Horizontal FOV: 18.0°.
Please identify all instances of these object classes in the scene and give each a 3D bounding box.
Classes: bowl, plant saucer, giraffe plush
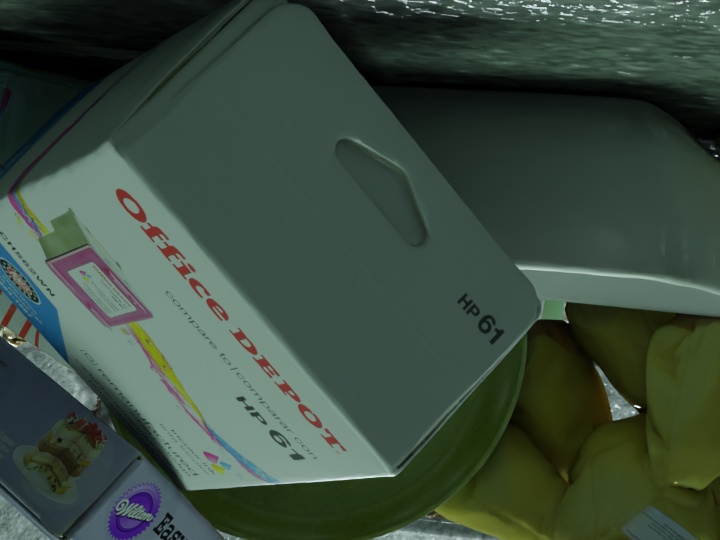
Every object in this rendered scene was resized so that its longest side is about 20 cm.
[{"bbox_3d":[0.066,-0.028,0.946,0.200,0.075,0.200,4,175,21],"label":"bowl"},{"bbox_3d":[-0.022,0.035,1.065,0.200,0.200,0.031,6,161,5],"label":"plant saucer"},{"bbox_3d":[0.150,0.116,1.066,0.162,0.173,0.200,40,-165,-41],"label":"giraffe plush"}]

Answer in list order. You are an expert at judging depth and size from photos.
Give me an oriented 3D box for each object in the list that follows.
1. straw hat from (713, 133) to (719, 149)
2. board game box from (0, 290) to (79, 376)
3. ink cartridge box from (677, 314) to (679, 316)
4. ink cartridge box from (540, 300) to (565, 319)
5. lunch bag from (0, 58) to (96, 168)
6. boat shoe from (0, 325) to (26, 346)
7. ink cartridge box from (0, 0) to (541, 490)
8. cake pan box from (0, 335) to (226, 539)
[{"bbox_3d":[0.240,-0.004,0.941,0.201,0.085,0.201,6,177,0],"label":"straw hat"},{"bbox_3d":[-0.109,0.033,1.245,0.151,0.046,0.200,33,-171,8],"label":"board game box"},{"bbox_3d":[0.189,0.059,1.213,0.196,0.043,0.200,49,-178,-8],"label":"ink cartridge box"},{"bbox_3d":[0.000,0.000,1.177,0.200,0.048,0.146,9,176,13],"label":"ink cartridge box"},{"bbox_3d":[-0.168,-0.050,0.963,0.160,0.077,0.200,9,178,41],"label":"lunch bag"},{"bbox_3d":[-0.213,0.017,1.378,0.200,0.065,0.071,40,165,21],"label":"boat shoe"},{"bbox_3d":[-0.048,-0.003,0.800,0.145,0.085,0.200,49,156,-11],"label":"ink cartridge box"},{"bbox_3d":[-0.128,0.086,0.970,0.200,0.052,0.184,34,165,38],"label":"cake pan box"}]
